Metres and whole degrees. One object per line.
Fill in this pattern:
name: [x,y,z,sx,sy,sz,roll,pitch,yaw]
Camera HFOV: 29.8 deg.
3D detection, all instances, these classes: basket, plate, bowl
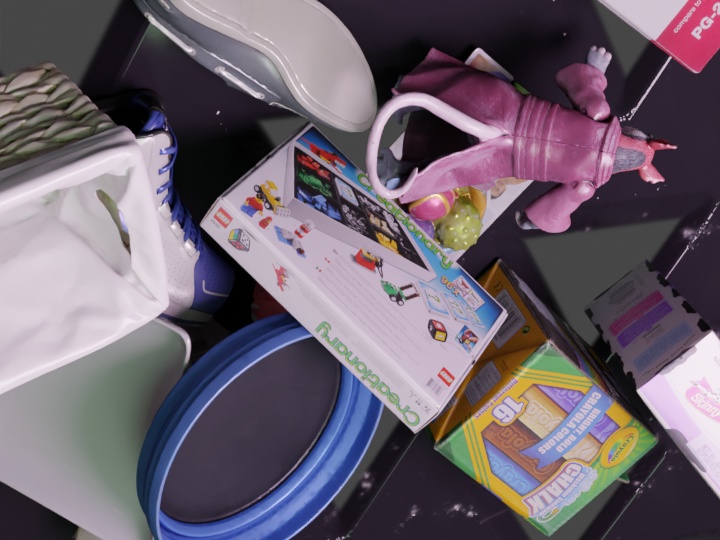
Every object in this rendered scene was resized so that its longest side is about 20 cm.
basket: [-0.228,-0.017,0.776,0.198,0.123,0.137,-26,139,-22]
plate: [-0.209,0.084,0.964,0.197,0.032,0.202,24,120,17]
bowl: [-0.069,0.117,0.945,0.199,0.039,0.203,-29,139,-28]

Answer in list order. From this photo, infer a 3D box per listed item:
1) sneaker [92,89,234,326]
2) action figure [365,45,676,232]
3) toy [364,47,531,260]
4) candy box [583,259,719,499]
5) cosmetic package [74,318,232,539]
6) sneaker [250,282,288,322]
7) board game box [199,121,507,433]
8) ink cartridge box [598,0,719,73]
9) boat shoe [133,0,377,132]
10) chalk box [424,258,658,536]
sneaker: [-0.149,-0.052,0.923,0.199,0.081,0.115,36,108,-30]
action figure: [0.113,-0.097,0.908,0.197,0.149,0.136,8,92,11]
toy: [0.064,-0.053,1.010,0.115,0.047,0.200,33,107,-29]
candy box: [0.265,0.099,1.049,0.071,0.200,0.168,-37,102,8]
cosmetic package: [-0.140,0.147,1.023,0.084,0.107,0.202,-17,135,-47]
sneaker: [-0.053,0.036,1.029,0.087,0.074,0.200,42,116,-1]
board game box: [0.000,0.000,0.922,0.200,0.126,0.035,44,131,0]
ink cartridge box: [0.147,-0.233,0.862,0.199,0.146,0.084,29,111,-30]
boat shoe: [-0.069,-0.153,0.911,0.061,0.074,0.199,-10,149,44]
chalk box: [0.145,0.115,1.095,0.124,0.125,0.200,-42,123,11]
